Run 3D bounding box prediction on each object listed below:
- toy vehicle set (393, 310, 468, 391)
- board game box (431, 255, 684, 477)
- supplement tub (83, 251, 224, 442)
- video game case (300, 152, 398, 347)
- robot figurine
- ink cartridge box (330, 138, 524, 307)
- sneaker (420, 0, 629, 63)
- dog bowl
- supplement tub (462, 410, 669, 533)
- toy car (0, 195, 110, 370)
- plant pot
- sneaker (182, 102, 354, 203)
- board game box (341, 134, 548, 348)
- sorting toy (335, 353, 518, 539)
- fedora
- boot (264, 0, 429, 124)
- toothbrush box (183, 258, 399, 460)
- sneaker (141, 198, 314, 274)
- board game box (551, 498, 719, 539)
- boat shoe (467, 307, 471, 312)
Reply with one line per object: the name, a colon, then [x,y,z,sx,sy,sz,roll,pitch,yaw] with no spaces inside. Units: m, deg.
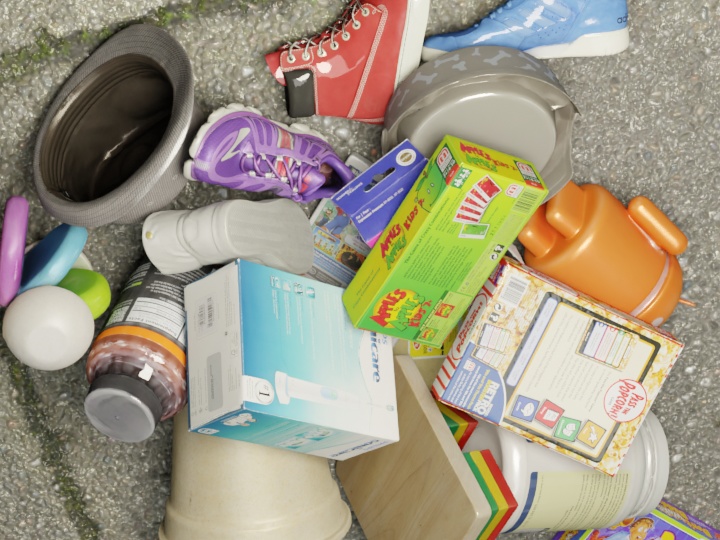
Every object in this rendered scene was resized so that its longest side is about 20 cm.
toy vehicle set: [0.085,0.062,1.714,0.124,0.027,0.201,-2,116,-7]
board game box: [0.192,0.094,1.598,0.200,0.046,0.152,25,98,-12]
supplement tub: [-0.197,0.070,1.572,0.107,0.200,0.107,11,134,11]
video game case: [0.000,0.000,1.653,0.143,0.018,0.200,32,110,-2]
robot figurine: [0.247,-0.008,1.654,0.200,0.117,0.144,40,89,-23]
ink cartridge box: [0.067,-0.036,1.570,0.095,0.037,0.200,-37,130,13]
sneaker: [0.152,-0.254,1.548,0.199,0.077,0.112,-6,109,3]
dog bowl: [0.112,-0.130,1.555,0.199,0.059,0.200,-5,139,-4]
supplement tub: [0.207,0.201,1.720,0.199,0.145,0.145,2,116,-25]
toy car: [-0.338,0.002,1.542,0.199,0.175,0.150,-3,114,-7]
plant pot: [-0.115,0.177,1.663,0.200,0.200,0.184,-5,106,-6]
sneaker: [-0.079,-0.103,1.534,0.200,0.083,0.081,0,119,-48]
board game box: [0.077,-0.024,1.527,0.101,0.048,0.200,15,122,-30]
sorting toy: [0.070,0.219,1.677,0.069,0.199,0.200,-6,142,-29]
fedora: [-0.211,-0.120,1.530,0.200,0.177,0.090,-55,143,0]
boot: [-0.014,-0.232,1.537,0.144,0.072,0.200,4,118,-8]
toothbrush box: [-0.063,0.088,1.549,0.200,0.147,0.085,15,151,-41]
sneaker: [-0.129,-0.031,1.568,0.115,0.200,0.074,-6,81,24]
board game box: [0.325,0.329,1.868,0.200,0.045,0.135,30,108,-20]
boat shoe: [0.179,0.063,1.673,0.070,0.066,0.200,-44,90,14]
